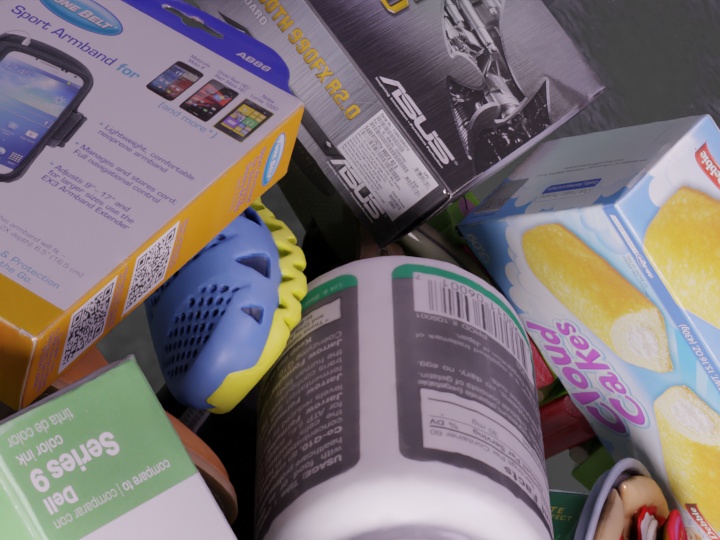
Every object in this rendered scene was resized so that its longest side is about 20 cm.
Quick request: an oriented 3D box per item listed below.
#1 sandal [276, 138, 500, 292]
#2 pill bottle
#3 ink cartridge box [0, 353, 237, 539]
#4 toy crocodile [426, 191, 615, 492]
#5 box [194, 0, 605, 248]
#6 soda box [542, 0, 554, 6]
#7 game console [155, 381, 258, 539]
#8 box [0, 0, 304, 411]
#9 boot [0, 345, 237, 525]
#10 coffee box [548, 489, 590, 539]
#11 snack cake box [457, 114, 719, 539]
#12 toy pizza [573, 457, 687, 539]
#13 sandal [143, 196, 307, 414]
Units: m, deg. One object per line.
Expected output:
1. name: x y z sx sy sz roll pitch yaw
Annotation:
1. sandal: -0.001 0.000 1.197 0.057 0.080 0.201 -39 91 -32
2. pill bottle: 0.015 0.093 1.029 0.113 0.113 0.200 39 26 -24
3. ink cartridge box: -0.094 0.153 0.910 0.088 0.145 0.200 -29 88 -53
4. toy crocodile: 0.070 0.030 1.244 0.200 0.067 0.062 55 34 -9
5. box: 0.001 -0.123 1.186 0.200 0.048 0.158 54 36 2
6. soda box: 0.050 -0.224 1.404 0.200 0.068 0.064 38 41 -26
7. game console: -0.027 0.118 1.115 0.177 0.031 0.200 46 37 -7
8. box: -0.110 -0.040 0.986 0.119 0.041 0.200 30 40 15
9. boot: -0.127 0.010 1.034 0.200 0.077 0.155 24 41 -17
10. coffee box: 0.051 0.190 1.093 0.200 0.044 0.123 -55 140 -50
11. snack cake box: 0.144 0.036 1.175 0.067 0.115 0.200 -44 109 -28
12. toy pizza: 0.118 0.178 1.144 0.200 0.032 0.200 1 90 -71
13. sandal: -0.080 -0.025 1.104 0.087 0.079 0.200 22 33 -34
